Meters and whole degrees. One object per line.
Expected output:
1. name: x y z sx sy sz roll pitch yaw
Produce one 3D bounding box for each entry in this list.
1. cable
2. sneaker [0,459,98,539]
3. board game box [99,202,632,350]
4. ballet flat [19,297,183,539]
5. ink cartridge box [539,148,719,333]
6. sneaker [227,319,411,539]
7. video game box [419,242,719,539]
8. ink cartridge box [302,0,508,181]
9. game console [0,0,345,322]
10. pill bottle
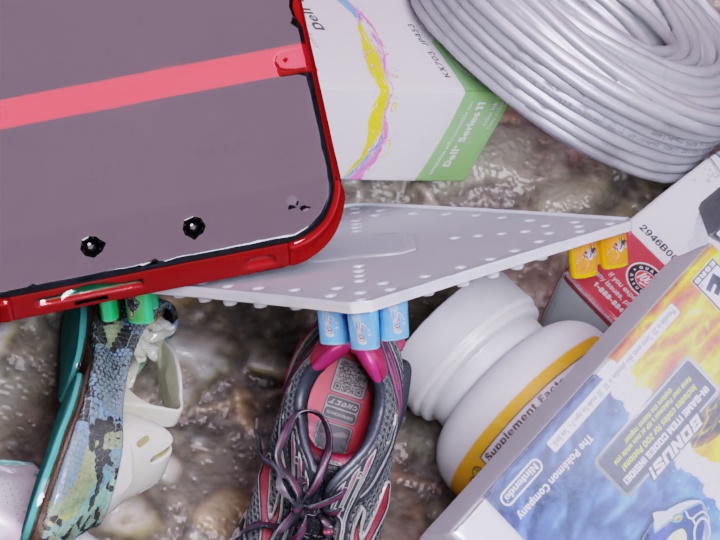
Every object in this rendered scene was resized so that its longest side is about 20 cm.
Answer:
1. cable: 0.120 -0.130 1.484 0.200 0.069 0.200 16 33 -36
2. sneaker: -0.197 0.119 1.356 0.200 0.075 0.089 32 52 0
3. board game box: 0.000 0.000 1.359 0.200 0.200 0.026 -17 105 -44
4. ballet flat: -0.121 0.071 1.357 0.074 0.074 0.200 10 38 -4
5. ink cartridge box: 0.217 0.014 1.462 0.200 0.084 0.144 -37 73 -25
6. sneaker: -0.026 0.117 1.342 0.080 0.075 0.201 9 92 3
7. video game box: 0.155 0.120 1.264 0.182 0.047 0.200 47 67 -8
8. ink cartridge box: -0.031 -0.109 1.441 0.200 0.067 0.117 -1 44 -41
9. game console: -0.117 -0.075 1.307 0.199 0.031 0.177 -11 74 -7
10. pill bottle: 0.110 0.098 1.383 0.113 0.113 0.200 -37 73 -24
